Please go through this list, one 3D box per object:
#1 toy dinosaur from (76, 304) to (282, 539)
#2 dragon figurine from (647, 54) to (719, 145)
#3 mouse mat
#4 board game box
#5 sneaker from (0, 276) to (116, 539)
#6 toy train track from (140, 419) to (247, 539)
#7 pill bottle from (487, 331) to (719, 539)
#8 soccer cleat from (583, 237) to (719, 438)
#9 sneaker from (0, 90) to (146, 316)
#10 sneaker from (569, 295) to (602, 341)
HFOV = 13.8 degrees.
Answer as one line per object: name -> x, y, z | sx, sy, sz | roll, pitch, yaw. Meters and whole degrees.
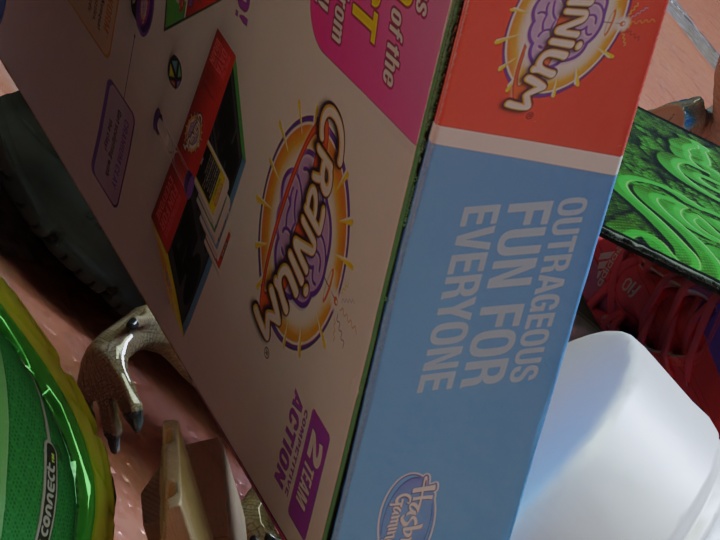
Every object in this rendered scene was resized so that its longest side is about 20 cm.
toy dinosaur -> -0.015, 0.012, 0.689 | 0.101, 0.058, 0.201 | -13, 91, -53
dragon figurine -> 0.151, -0.039, 1.174 | 0.059, 0.201, 0.099 | 33, 36, 30
mouse mat -> 0.101, -0.018, 0.851 | 0.160, 0.008, 0.200 | 26, 15, -4
board game box -> -0.016, -0.060, 0.577 | 0.040, 0.154, 0.200 | -6, 39, -26
sneaker -> -0.116, -0.014, 0.510 | 0.200, 0.074, 0.084 | 49, 12, 3
toy train track -> -0.032, 0.106, 0.517 | 0.200, 0.032, 0.115 | -98, 176, -52
pill bottle -> 0.083, 0.118, 0.629 | 0.200, 0.114, 0.114 | 50, 15, -11
soccer cleat -> 0.099, 0.020, 0.909 | 0.073, 0.068, 0.200 | 43, -4, -6
sneaker -> 0.000, 0.000, 0.756 | 0.200, 0.091, 0.076 | 40, 9, -30
sneaker -> 0.006, -0.013, 0.867 | 0.200, 0.075, 0.082 | 52, 5, -30
